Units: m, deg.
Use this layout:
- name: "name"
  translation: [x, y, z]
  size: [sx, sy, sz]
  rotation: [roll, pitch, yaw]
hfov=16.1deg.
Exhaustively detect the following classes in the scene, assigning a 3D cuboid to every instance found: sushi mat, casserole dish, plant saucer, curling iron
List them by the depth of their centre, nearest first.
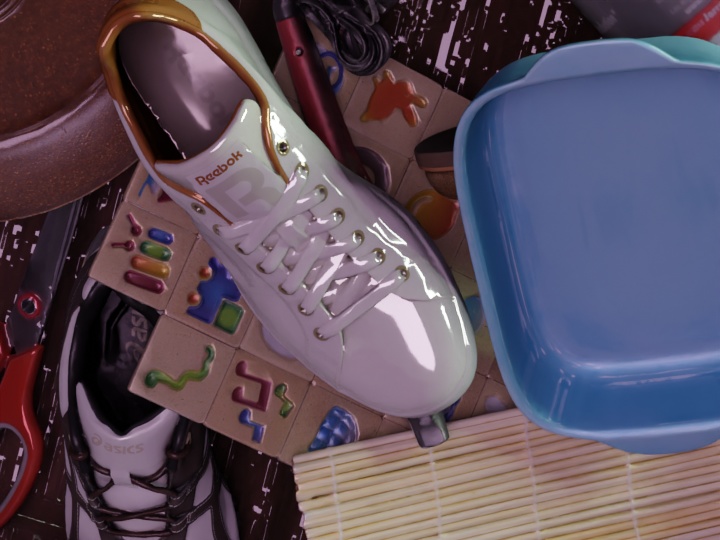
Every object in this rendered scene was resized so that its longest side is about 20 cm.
- name: "casserole dish"
  translation: [0.104, -0.014, 0.966]
  size: [0.121, 0.039, 0.200]
  rotation: [-7, 129, 11]
- name: "curling iron"
  translation: [0.004, -0.028, 0.998]
  size: [0.050, 0.026, 0.200]
  rotation: [-11, 90, 36]
- name: "sushi mat"
  translation: [0.073, 0.101, 1.028]
  size: [0.200, 0.012, 0.096]
  rotation: [-11, 95, -14]
- name: "plant saucer"
  translation: [-0.158, -0.120, 1.033]
  size: [0.200, 0.034, 0.200]
  rotation: [0, 81, 1]

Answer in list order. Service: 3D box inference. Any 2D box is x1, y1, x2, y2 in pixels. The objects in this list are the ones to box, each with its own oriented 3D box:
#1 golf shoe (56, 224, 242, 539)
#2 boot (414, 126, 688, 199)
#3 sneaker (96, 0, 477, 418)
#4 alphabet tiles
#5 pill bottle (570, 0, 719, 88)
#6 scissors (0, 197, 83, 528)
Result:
- name: "golf shoe"
  translation: [-0.095, 0.082, 1.048]
  size: [0.078, 0.094, 0.200]
  rotation: [-5, 98, 8]
- name: "boot"
  translation: [0.122, -0.031, 1.010]
  size: [0.200, 0.074, 0.076]
  rotation: [-2, 107, -1]
- name: "sneaker"
  translation: [-0.035, -0.019, 0.954]
  size: [0.073, 0.085, 0.200]
  rotation: [-40, 91, 14]
- name: "alphabet tiles"
  translation: [0.000, 0.000, 1.022]
  size: [0.200, 0.006, 0.166]
  rotation: [26, 81, -14]
- name: "pill bottle"
  translation: [0.095, -0.173, 0.978]
  size: [0.114, 0.114, 0.200]
  rotation: [-42, 89, 11]
- name: "scissors"
  translation: [-0.137, 0.028, 1.073]
  size: [0.073, 0.014, 0.200]
  rotation: [40, 110, 9]
